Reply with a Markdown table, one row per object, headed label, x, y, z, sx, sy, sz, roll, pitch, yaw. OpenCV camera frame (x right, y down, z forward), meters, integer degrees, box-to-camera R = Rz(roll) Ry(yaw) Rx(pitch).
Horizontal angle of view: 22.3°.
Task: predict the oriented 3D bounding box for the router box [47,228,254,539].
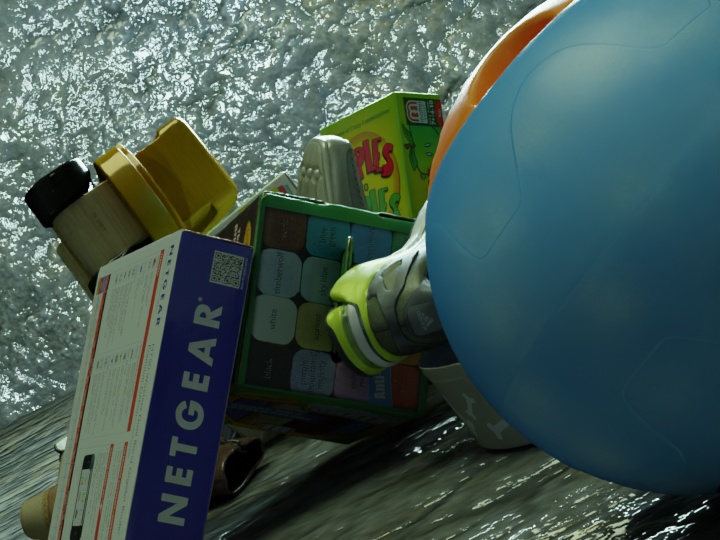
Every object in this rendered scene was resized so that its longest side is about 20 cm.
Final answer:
| label | x | y | z | sx | sy | sz | roll | pitch | yaw |
| --- | --- | --- | --- | --- | --- | --- | --- | --- | --- |
| router box | -0.135 | 0.088 | 1.136 | 0.048 | 0.202 | 0.179 | 14 | -12 | -22 |

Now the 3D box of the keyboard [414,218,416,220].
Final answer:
| label | x | y | z | sx | sy | sz | roll | pitch | yaw |
| --- | --- | --- | --- | --- | --- | --- | --- | --- | --- |
| keyboard | 0.096 | 0.007 | 1.261 | 0.104 | 0.040 | 0.199 | -14 | -24 | 43 |

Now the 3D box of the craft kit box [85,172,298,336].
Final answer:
| label | x | y | z | sx | sy | sz | roll | pitch | yaw |
| --- | --- | --- | --- | --- | --- | --- | --- | --- | --- |
| craft kit box | -0.112 | 0.007 | 1.483 | 0.200 | 0.049 | 0.197 | -39 | -9 | 4 |

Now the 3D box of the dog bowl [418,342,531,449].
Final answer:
| label | x | y | z | sx | sy | sz | roll | pitch | yaw |
| --- | --- | --- | --- | --- | --- | --- | --- | --- | --- |
| dog bowl | 0.132 | 0.034 | 1.013 | 0.199 | 0.059 | 0.200 | -26 | 3 | 2 |

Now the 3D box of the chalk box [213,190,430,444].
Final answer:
| label | x | y | z | sx | sy | sz | roll | pitch | yaw |
| --- | --- | --- | --- | --- | --- | --- | --- | --- | --- |
| chalk box | -0.026 | 0.031 | 1.151 | 0.123 | 0.126 | 0.200 | 11 | -13 | -17 |

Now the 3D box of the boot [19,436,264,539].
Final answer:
| label | x | y | z | sx | sy | sz | roll | pitch | yaw |
| --- | --- | --- | --- | --- | --- | --- | --- | --- | --- |
| boot | -0.148 | 0.155 | 1.365 | 0.165 | 0.073 | 0.200 | -13 | 5 | 11 |

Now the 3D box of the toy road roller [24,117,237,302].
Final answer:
| label | x | y | z | sx | sy | sz | roll | pitch | yaw |
| --- | --- | --- | --- | --- | --- | --- | --- | --- | --- |
| toy road roller | -0.178 | -0.041 | 1.514 | 0.146 | 0.123 | 0.200 | -36 | -7 | -9 |

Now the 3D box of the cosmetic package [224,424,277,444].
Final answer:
| label | x | y | z | sx | sy | sz | roll | pitch | yaw |
| --- | --- | --- | --- | --- | --- | --- | --- | --- | --- |
| cosmetic package | -0.041 | 0.049 | 1.500 | 0.073 | 0.104 | 0.200 | 28 | 34 | 24 |

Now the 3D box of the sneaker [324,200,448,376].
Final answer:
| label | x | y | z | sx | sy | sz | roll | pitch | yaw |
| --- | --- | --- | --- | --- | --- | --- | --- | --- | --- |
| sneaker | 0.064 | -0.003 | 1.076 | 0.081 | 0.074 | 0.200 | -13 | 21 | 40 |

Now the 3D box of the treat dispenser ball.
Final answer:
| label | x | y | z | sx | sy | sz | roll | pitch | yaw |
| --- | --- | --- | --- | --- | --- | --- | --- | --- | --- |
| treat dispenser ball | 0.123 | -0.016 | 0.693 | 0.200 | 0.202 | 0.201 | -26 | 4 | 2 |

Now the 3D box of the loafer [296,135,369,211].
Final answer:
| label | x | y | z | sx | sy | sz | roll | pitch | yaw |
| --- | --- | --- | --- | --- | --- | --- | --- | --- | --- |
| loafer | 0.000 | 0.000 | 1.308 | 0.069 | 0.202 | 0.070 | -14 | 15 | -20 |

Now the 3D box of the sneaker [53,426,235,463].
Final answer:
| label | x | y | z | sx | sy | sz | roll | pitch | yaw |
| --- | --- | --- | --- | --- | --- | --- | --- | --- | --- |
| sneaker | -0.190 | 0.150 | 1.547 | 0.115 | 0.081 | 0.199 | -33 | 0 | -34 |

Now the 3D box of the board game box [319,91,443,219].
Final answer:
| label | x | y | z | sx | sy | sz | roll | pitch | yaw |
| --- | --- | --- | --- | --- | --- | --- | --- | --- | --- |
| board game box | 0.027 | -0.024 | 1.395 | 0.047 | 0.202 | 0.101 | -1 | -12 | -36 |
